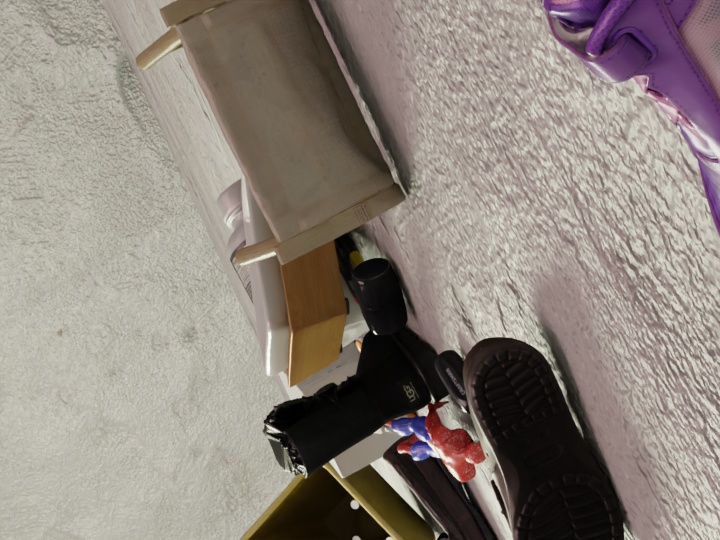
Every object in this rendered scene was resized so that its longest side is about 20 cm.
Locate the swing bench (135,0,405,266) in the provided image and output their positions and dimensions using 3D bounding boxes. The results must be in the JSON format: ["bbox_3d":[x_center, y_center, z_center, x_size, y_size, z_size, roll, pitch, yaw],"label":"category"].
[{"bbox_3d":[-0.066,-0.118,1.061,0.200,0.129,0.200,65,166,-5],"label":"swing bench"}]

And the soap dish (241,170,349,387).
[{"bbox_3d":[-0.066,-0.006,1.330,0.157,0.081,0.201,100,161,-66],"label":"soap dish"}]

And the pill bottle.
[{"bbox_3d":[-0.077,-0.006,1.478,0.201,0.110,0.111,62,171,14],"label":"pill bottle"}]

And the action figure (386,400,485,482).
[{"bbox_3d":[0.073,0.157,1.279,0.066,0.052,0.200,60,167,-11],"label":"action figure"}]

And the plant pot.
[{"bbox_3d":[-0.014,0.359,1.833,0.194,0.196,0.200,44,-163,12],"label":"plant pot"}]

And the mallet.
[{"bbox_3d":[0.000,0.000,1.308,0.200,0.041,0.066,-127,16,-68],"label":"mallet"}]

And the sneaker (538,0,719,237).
[{"bbox_3d":[0.091,-0.074,0.377,0.081,0.088,0.201,51,166,49],"label":"sneaker"}]

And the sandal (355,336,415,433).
[{"bbox_3d":[0.031,0.175,1.536,0.207,0.059,0.079,64,171,-4],"label":"sandal"}]

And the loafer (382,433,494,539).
[{"bbox_3d":[0.091,0.260,1.421,0.201,0.063,0.072,62,171,9],"label":"loafer"}]

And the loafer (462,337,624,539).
[{"bbox_3d":[0.118,0.124,0.892,0.071,0.073,0.201,-110,2,-70],"label":"loafer"}]

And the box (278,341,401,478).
[{"bbox_3d":[-0.027,0.162,1.718,0.125,0.097,0.200,65,171,-12],"label":"box"}]

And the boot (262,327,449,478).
[{"bbox_3d":[-0.017,0.119,1.303,0.077,0.168,0.200,65,172,-12],"label":"boot"}]

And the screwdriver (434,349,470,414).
[{"bbox_3d":[0.105,0.133,1.060,0.200,0.029,0.028,-118,7,-45],"label":"screwdriver"}]
